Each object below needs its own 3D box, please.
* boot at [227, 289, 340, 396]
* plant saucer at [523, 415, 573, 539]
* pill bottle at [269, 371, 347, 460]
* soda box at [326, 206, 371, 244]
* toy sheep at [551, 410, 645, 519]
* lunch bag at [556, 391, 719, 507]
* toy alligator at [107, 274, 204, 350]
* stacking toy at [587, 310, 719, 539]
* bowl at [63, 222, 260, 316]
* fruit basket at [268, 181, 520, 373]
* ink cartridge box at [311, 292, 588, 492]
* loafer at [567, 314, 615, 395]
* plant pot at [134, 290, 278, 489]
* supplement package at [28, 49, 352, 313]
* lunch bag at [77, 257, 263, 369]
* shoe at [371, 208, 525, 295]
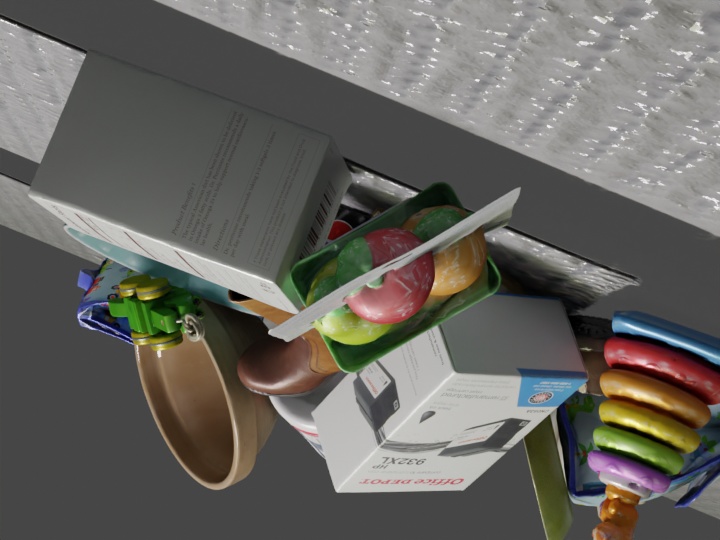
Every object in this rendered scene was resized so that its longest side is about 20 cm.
[{"bbox_3d":[-0.056,0.052,1.372,0.186,0.069,0.200,-8,164,23],"label":"boot"},{"bbox_3d":[0.172,0.164,1.565,0.031,0.202,0.200,-14,166,5],"label":"plant saucer"},{"bbox_3d":[-0.009,0.124,1.584,0.118,0.121,0.200,18,164,22],"label":"pill bottle"},{"bbox_3d":[0.000,0.000,1.483,0.070,0.064,0.200,19,170,16],"label":"soda box"},{"bbox_3d":[0.249,0.183,1.778,0.137,0.139,0.199,27,176,-32],"label":"toy sheep"},{"bbox_3d":[0.291,0.164,1.578,0.197,0.129,0.170,-9,170,5],"label":"lunch bag"},{"bbox_3d":[-0.166,0.036,1.467,0.054,0.060,0.199,-20,-166,-28],"label":"toy alligator"},{"bbox_3d":[0.226,0.142,1.327,0.109,0.202,0.116,18,172,19],"label":"stacking toy"},{"bbox_3d":[-0.149,-0.045,1.443,0.199,0.106,0.201,21,173,3],"label":"bowl"},{"bbox_3d":[0.021,-0.005,1.116,0.094,0.184,0.200,60,180,10],"label":"fruit basket"},{"bbox_3d":[0.073,0.106,1.390,0.144,0.084,0.200,4,144,-34],"label":"ink cartridge box"},{"bbox_3d":[0.148,0.074,1.464,0.072,0.072,0.199,-10,-168,-34],"label":"loafer"},{"bbox_3d":[-0.135,0.103,1.598,0.092,0.203,0.200,-19,-165,-30],"label":"plant pot"},{"bbox_3d":[-0.122,-0.063,1.214,0.198,0.118,0.117,21,172,11],"label":"supplement package"},{"bbox_3d":[-0.201,0.025,1.726,0.197,0.095,0.151,12,-154,1],"label":"lunch bag"},{"bbox_3d":[0.068,0.007,1.385,0.069,0.054,0.199,14,170,45],"label":"shoe"}]
